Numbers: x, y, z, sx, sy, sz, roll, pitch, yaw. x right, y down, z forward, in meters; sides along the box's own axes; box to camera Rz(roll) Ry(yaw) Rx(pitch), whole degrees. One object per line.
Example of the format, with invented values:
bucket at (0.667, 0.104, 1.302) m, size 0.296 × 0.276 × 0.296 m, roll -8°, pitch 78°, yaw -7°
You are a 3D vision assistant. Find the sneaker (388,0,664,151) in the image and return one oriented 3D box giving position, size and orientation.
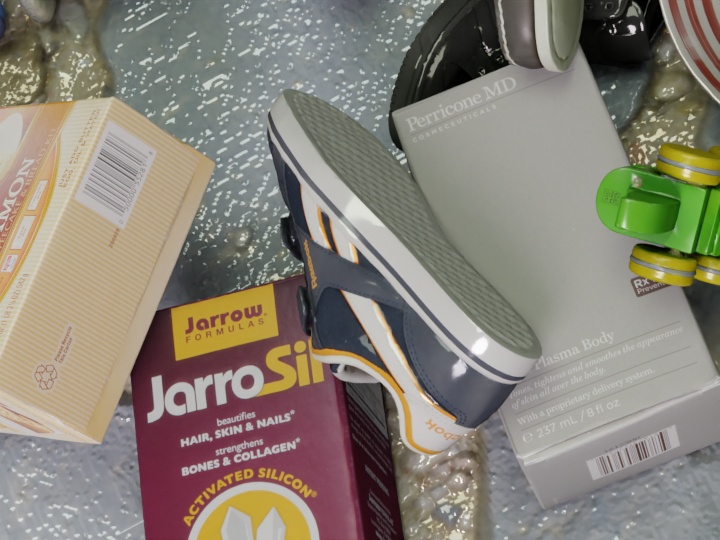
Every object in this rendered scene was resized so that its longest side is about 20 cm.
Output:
sneaker at (0.106, -0.129, 1.201) m, size 0.104 × 0.060 × 0.200 m, roll 26°, pitch 73°, yaw 29°

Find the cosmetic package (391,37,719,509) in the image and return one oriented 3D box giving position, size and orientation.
cosmetic package at (0.097, 0.001, 1.133) m, size 0.106 × 0.090 × 0.201 m, roll -23°, pitch 66°, yaw 4°

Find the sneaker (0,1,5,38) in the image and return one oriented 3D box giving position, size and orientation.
sneaker at (-0.277, -0.192, 1.347) m, size 0.199 × 0.074 × 0.083 m, roll 28°, pitch 76°, yaw 25°

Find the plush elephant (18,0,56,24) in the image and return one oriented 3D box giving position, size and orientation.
plush elephant at (-0.159, -0.228, 1.277) m, size 0.199 × 0.165 × 0.156 m, roll 5°, pitch 71°, yaw 28°

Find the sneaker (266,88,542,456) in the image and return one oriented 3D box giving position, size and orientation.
sneaker at (0.000, 0.000, 1.092) m, size 0.080 × 0.078 × 0.200 m, roll -52°, pitch 51°, yaw 21°

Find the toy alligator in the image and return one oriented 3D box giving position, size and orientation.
toy alligator at (0.165, -0.029, 1.083) m, size 0.054 × 0.199 × 0.060 m, roll 23°, pitch 105°, yaw 39°

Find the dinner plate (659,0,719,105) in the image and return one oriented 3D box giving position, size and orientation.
dinner plate at (0.246, -0.149, 1.165) m, size 0.198 × 0.024 × 0.202 m, roll 0°, pitch 76°, yaw 1°

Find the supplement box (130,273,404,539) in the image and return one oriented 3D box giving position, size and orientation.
supplement box at (-0.043, 0.115, 1.129) m, size 0.110 × 0.086 × 0.201 m, roll -14°, pitch 64°, yaw 12°

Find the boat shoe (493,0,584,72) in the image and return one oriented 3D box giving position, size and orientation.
boat shoe at (0.072, -0.191, 1.139) m, size 0.060 × 0.072 × 0.203 m, roll -6°, pitch 75°, yaw 18°

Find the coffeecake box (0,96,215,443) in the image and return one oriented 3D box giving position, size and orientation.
coffeecake box at (-0.182, -0.001, 1.183) m, size 0.199 × 0.073 × 0.154 m, roll 0°, pitch 64°, yaw 51°
